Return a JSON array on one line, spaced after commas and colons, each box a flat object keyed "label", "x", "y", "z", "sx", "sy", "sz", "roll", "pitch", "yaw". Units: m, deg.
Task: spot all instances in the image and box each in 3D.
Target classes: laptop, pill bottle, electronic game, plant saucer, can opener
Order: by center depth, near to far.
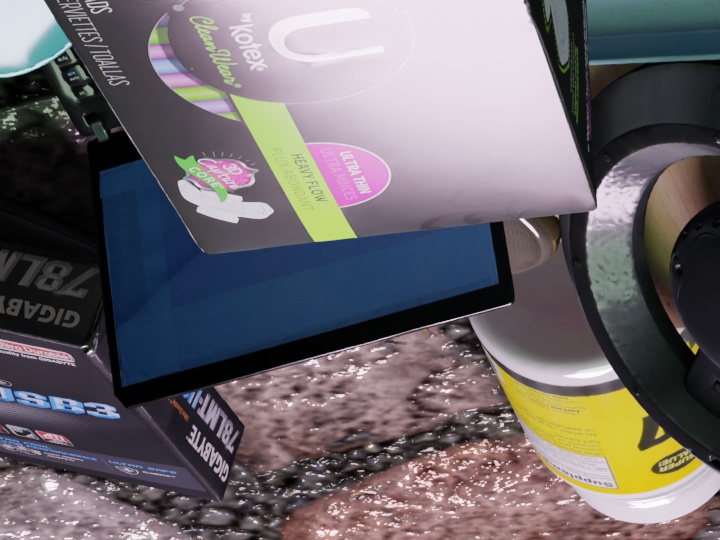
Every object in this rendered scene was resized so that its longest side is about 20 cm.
[{"label": "plant saucer", "x": 0.108, "y": -0.110, "z": 0.988, "sx": 0.200, "sy": 0.019, "sz": 0.070, "roll": 1, "pitch": 125, "yaw": 44}, {"label": "laptop", "x": -0.054, "y": -0.070, "z": 1.031, "sx": 0.177, "sy": 0.103, "sz": 0.200, "roll": -16, "pitch": 123, "yaw": 21}, {"label": "electronic game", "x": 0.156, "y": 0.008, "z": 1.035, "sx": 0.042, "sy": 0.200, "sz": 0.200, "roll": -34, "pitch": 168, "yaw": -34}, {"label": "can opener", "x": -0.126, "y": -0.003, "z": 1.273, "sx": 0.200, "sy": 0.079, "sz": 0.063, "roll": 20, "pitch": -178, "yaw": -30}, {"label": "pill bottle", "x": 0.125, "y": 0.042, "z": 1.310, "sx": 0.114, "sy": 0.114, "sz": 0.200, "roll": -10, "pitch": 150, "yaw": 12}]

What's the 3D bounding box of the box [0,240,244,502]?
[{"label": "box", "x": -0.175, "y": 0.039, "z": 1.263, "sx": 0.200, "sy": 0.050, "sz": 0.199, "roll": 11, "pitch": 160, "yaw": 19}]

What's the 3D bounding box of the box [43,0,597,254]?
[{"label": "box", "x": -0.010, "y": -0.108, "z": 0.881, "sx": 0.148, "sy": 0.125, "sz": 0.200, "roll": -7, "pitch": 152, "yaw": 12}]

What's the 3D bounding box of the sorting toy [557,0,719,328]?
[{"label": "sorting toy", "x": 0.144, "y": -0.082, "z": 1.055, "sx": 0.199, "sy": 0.070, "sz": 0.200, "roll": -7, "pitch": 120, "yaw": 48}]

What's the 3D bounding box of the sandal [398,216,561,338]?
[{"label": "sandal", "x": 0.000, "y": 0.000, "z": 1.111, "sx": 0.200, "sy": 0.055, "sz": 0.082, "roll": -10, "pitch": 147, "yaw": 39}]

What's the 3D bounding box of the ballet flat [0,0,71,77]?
[{"label": "ballet flat", "x": -0.097, "y": -0.153, "z": 0.982, "sx": 0.073, "sy": 0.073, "sz": 0.200, "roll": 13, "pitch": 140, "yaw": -28}]
